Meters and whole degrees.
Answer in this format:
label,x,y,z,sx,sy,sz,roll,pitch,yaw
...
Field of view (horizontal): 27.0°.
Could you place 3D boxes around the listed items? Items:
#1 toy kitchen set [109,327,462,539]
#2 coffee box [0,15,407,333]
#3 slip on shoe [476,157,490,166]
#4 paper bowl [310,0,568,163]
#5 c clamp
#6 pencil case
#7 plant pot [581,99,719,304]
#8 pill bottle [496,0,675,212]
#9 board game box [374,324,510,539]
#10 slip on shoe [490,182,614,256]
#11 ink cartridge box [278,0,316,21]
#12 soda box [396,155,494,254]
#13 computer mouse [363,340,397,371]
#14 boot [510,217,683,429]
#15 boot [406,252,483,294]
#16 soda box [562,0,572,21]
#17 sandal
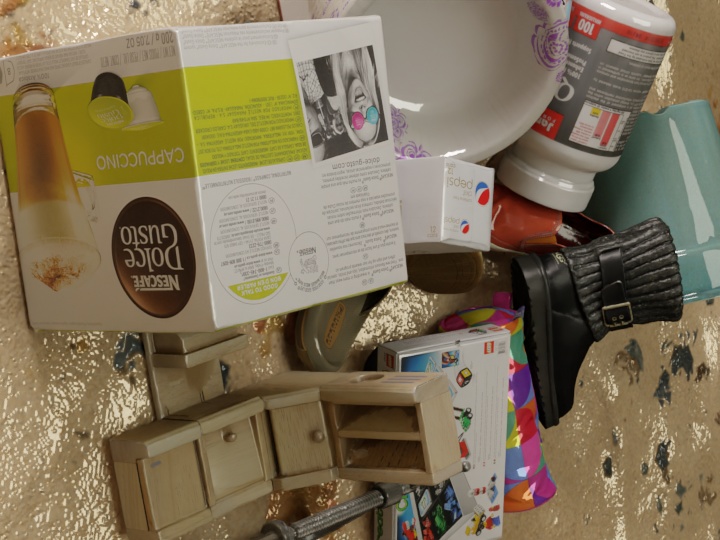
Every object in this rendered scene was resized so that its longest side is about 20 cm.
label,x,y,z,sx,sy,sz,roll,pitch,yaw
toy kitchen set,-0.063,0.099,1.134,0.200,0.180,0.164,-19,102,-47
coffee box,-0.111,-0.068,1.068,0.199,0.199,0.199,-14,100,-48
slip on shoe,0.125,-0.185,1.395,0.076,0.061,0.201,17,100,-23
paper bowl,0.057,-0.188,1.194,0.201,0.200,0.105,47,16,-37
c clamp,-0.035,0.198,1.186,0.199,0.171,0.027,-16,78,-42
pencil case,0.132,0.128,1.427,0.088,0.088,0.201,-23,108,-46
plant pot,0.308,-0.066,1.561,0.200,0.200,0.197,-14,91,-47
pill bottle,0.209,-0.165,1.424,0.116,0.116,0.201,-3,121,-48
board game box,0.073,0.155,1.345,0.126,0.035,0.201,-8,107,-32
slip on shoe,0.167,-0.047,1.454,0.199,0.061,0.074,23,54,-23
ink cartridge box,0.015,-0.263,1.313,0.200,0.067,0.117,-22,107,-45
soda box,0.009,-0.048,1.203,0.063,0.199,0.069,9,82,-46
computer mouse,0.040,0.153,1.365,0.058,0.034,0.201,-25,116,-30
boot,0.232,0.055,1.455,0.157,0.080,0.212,-14,130,-9
boot,0.069,-0.083,1.362,0.200,0.072,0.156,65,22,-55
soda box,0.146,-0.267,1.308,0.063,0.068,0.201,23,73,-48
sandal,0.000,0.000,1.298,0.080,0.054,0.201,44,53,-39
